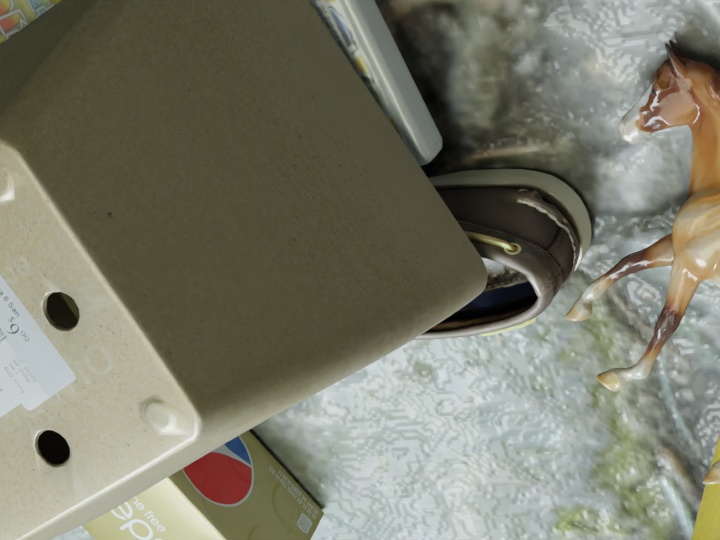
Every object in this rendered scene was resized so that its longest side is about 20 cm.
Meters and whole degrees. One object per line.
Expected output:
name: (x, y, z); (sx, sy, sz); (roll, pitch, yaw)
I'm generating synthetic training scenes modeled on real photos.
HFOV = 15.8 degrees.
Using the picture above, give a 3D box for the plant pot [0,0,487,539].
plant pot: (-0.106, -0.001, 1.045); (0.200, 0.177, 0.200); (-30, 97, 34)

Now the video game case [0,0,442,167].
video game case: (-0.084, -0.109, 1.105); (0.181, 0.023, 0.201); (-18, 107, 31)

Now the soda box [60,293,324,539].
soda box: (-0.112, 0.076, 1.226); (0.064, 0.068, 0.200); (-31, 107, 35)

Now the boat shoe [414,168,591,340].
boat shoe: (0.000, 0.000, 1.135); (0.199, 0.060, 0.072); (-4, 120, 24)

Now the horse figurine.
horse figurine: (0.163, 0.020, 1.053); (0.200, 0.050, 0.133); (47, 117, 25)

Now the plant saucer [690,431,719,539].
plant saucer: (0.247, 0.101, 1.112); (0.199, 0.049, 0.201); (17, 126, 11)
